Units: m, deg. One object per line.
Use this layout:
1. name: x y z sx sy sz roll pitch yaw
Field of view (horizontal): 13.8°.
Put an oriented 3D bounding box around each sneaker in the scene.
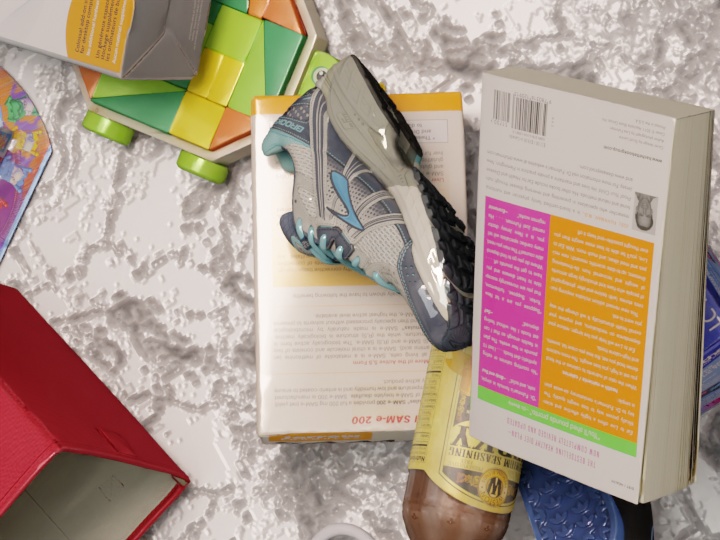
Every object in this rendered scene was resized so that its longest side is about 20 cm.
1. sneaker: 0.120 0.100 1.706 0.070 0.078 0.200 -23 56 17
2. sneaker: 0.007 -0.023 1.642 0.086 0.078 0.200 -34 52 10

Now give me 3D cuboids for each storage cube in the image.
1. storage cube: -0.244 0.114 1.756 0.171 0.200 0.180 -48 66 8

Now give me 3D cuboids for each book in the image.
1. book: 0.113 0.005 1.529 0.134 0.048 0.200 17 112 42

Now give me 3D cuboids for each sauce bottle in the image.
1. sauce bottle: 0.059 0.109 1.652 0.065 0.065 0.200 7 82 19

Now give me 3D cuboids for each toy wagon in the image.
1. toy wagon: -0.080 -0.133 1.808 0.200 0.040 0.155 23 92 20

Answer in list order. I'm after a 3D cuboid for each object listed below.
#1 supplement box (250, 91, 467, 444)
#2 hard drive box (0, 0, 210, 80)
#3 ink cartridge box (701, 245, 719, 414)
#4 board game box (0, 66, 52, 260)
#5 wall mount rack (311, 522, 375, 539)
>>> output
1. supplement box: 0.000 0.000 1.731 0.126 0.074 0.200 -1 83 -2
2. hard drive box: -0.184 -0.211 1.775 0.200 0.077 0.156 17 103 32
3. ink cartridge box: 0.152 0.007 1.629 0.076 0.200 0.137 -36 75 11
4. board game box: -0.293 -0.051 1.869 0.158 0.039 0.200 27 92 19
5. wall mount rack: -0.020 0.255 1.728 0.174 0.075 0.200 -33 73 32
